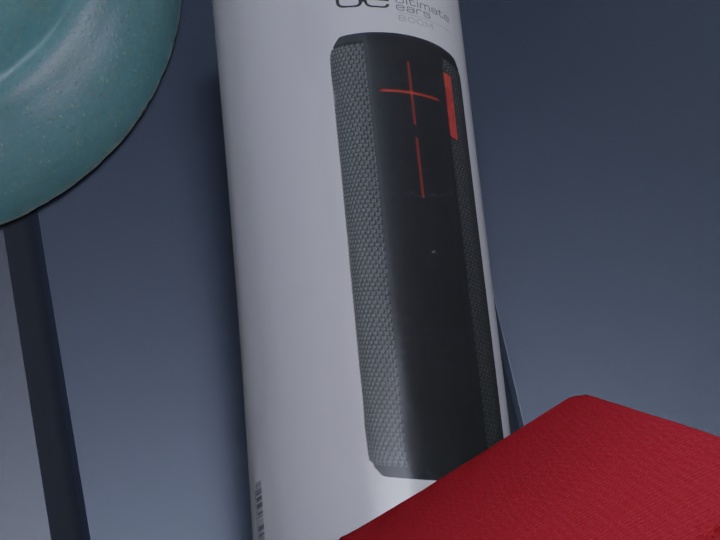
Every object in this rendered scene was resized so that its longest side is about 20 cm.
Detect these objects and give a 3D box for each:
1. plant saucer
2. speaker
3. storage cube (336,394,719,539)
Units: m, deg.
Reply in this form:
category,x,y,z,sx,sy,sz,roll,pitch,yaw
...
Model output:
category,x,y,z,sx,sy,sz,roll,pitch,yaw
plant saucer,-0.157,-0.105,0.812,0.199,0.036,0.201,2,67,-4
speaker,0.000,0.000,0.759,0.081,0.081,0.201,-2,67,-6
storage cube,0.055,0.151,0.611,0.171,0.180,0.200,-28,104,-15
